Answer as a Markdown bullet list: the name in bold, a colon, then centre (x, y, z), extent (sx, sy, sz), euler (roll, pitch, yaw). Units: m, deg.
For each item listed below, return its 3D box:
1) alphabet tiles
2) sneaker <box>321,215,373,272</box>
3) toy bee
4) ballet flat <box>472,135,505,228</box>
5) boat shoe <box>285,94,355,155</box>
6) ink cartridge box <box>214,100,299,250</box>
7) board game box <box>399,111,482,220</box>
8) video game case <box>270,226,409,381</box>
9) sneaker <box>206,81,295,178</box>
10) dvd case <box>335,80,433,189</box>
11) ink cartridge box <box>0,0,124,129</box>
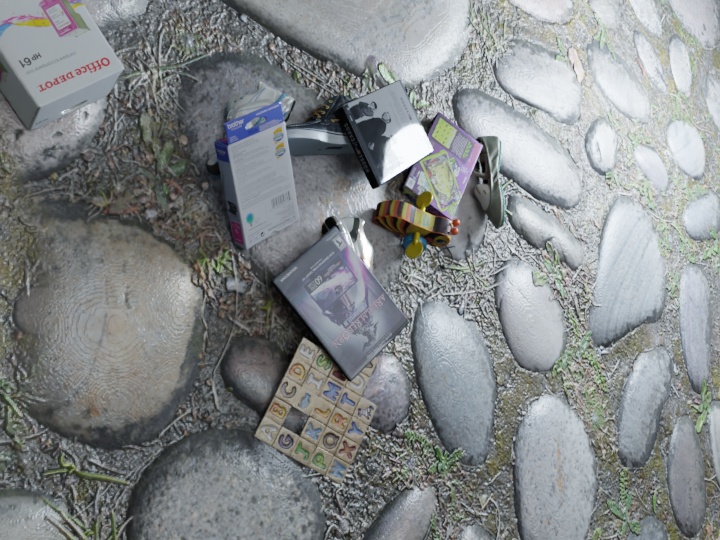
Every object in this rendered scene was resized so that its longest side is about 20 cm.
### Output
- **alphabet tiles**: centre (-0.053, 0.207, 1.119), extent (0.165, 0.008, 0.203), euler (32, 75, -16)
- **sneaker**: centre (0.000, 0.000, 1.214), extent (0.079, 0.073, 0.205), euler (-12, 86, -39)
- **toy bee**: centre (0.128, -0.084, 1.309), extent (0.196, 0.108, 0.135), euler (4, 74, -35)
- **ballet flat**: centre (0.262, -0.184, 1.472), extent (0.062, 0.068, 0.206), euler (3, 73, -7)
- **boat shoe**: centre (-0.071, -0.256, 1.235), extent (0.197, 0.070, 0.093), euler (-6, 80, -44)
- **ink cartridge box**: centre (-0.160, -0.149, 1.098), extent (0.118, 0.041, 0.205), euler (-32, 131, -38)
- **board game box**: centre (0.162, -0.205, 1.402), extent (0.118, 0.032, 0.203), euler (32, 61, -9)
- **video game case**: centre (-0.030, 0.052, 1.135), extent (0.142, 0.019, 0.201), euler (-40, 93, -23)
- **sneaker**: centre (-0.194, -0.231, 1.145), extent (0.086, 0.075, 0.201), euler (36, 58, 2)
- **dvd case**: centre (0.049, -0.252, 1.289), extent (0.199, 0.024, 0.153), euler (-36, 103, -47)
- **ink cartridge box**: centre (-0.441, -0.319, 0.964), extent (0.144, 0.084, 0.203), euler (-40, 103, -36)
